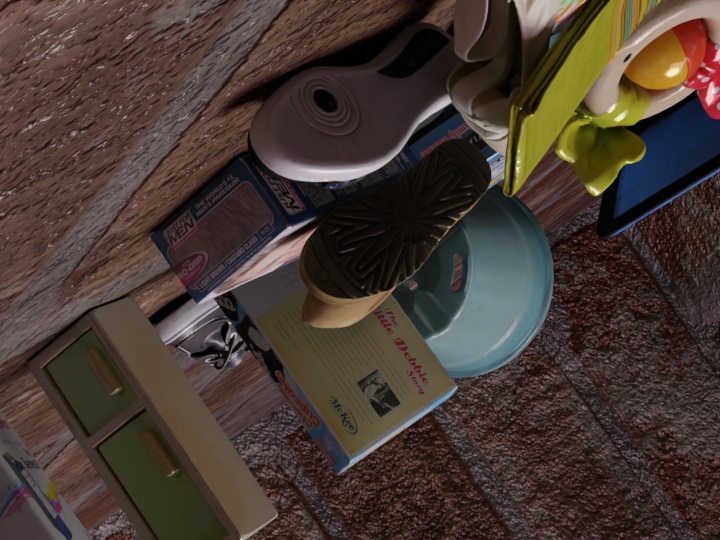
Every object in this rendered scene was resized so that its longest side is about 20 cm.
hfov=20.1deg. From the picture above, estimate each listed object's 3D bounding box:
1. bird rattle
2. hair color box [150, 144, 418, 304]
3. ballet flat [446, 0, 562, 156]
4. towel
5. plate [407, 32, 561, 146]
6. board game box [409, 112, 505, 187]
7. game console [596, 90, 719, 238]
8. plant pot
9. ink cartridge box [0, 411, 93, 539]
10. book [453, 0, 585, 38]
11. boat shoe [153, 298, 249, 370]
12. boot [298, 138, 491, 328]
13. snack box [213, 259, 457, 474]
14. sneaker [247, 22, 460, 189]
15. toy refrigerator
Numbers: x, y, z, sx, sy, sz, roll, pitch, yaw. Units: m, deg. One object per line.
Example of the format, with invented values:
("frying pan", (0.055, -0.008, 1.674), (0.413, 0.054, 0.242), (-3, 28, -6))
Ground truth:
("bird rattle", (0.222, -0.146, 1.462), (0.199, 0.113, 0.163), (-19, 154, -6))
("hair color box", (-0.047, -0.047, 1.422), (0.100, 0.061, 0.200), (-39, 173, 31))
("ballet flat", (0.080, -0.131, 1.224), (0.069, 0.069, 0.201), (-32, 147, -27))
("towel", (0.144, -0.136, 1.246), (0.200, 0.018, 0.086), (-53, 158, -30))
("plate", (0.096, -0.145, 1.650), (0.200, 0.026, 0.200), (-35, 174, -4))
("board game box", (0.078, -0.085, 1.674), (0.151, 0.047, 0.200), (-35, 175, 1))
("game console", (0.240, -0.152, 1.617), (0.200, 0.171, 0.118), (-33, 177, 39))
("plant pot", (0.065, 0.003, 1.940), (0.200, 0.201, 0.196), (-36, 167, 14))
("ink cartridge box", (-0.261, 0.200, 1.510), (0.087, 0.200, 0.145), (-38, 174, -3))
("book", (0.127, -0.190, 1.386), (0.133, 0.048, 0.200), (-32, 177, -18))
("boat shoe", (-0.126, 0.056, 1.796), (0.070, 0.066, 0.200), (-36, 175, 7))
("boot", (0.000, 0.000, 1.450), (0.175, 0.066, 0.200), (-33, 173, -30))
("snack box", (-0.028, 0.044, 1.581), (0.116, 0.201, 0.037), (-31, 172, -29))
("sneaker", (-0.018, -0.078, 1.263), (0.200, 0.073, 0.112), (-31, 172, -48))
("toy refrigerator", (-0.156, 0.127, 1.513), (0.076, 0.201, 0.070), (-36, 174, 25))
